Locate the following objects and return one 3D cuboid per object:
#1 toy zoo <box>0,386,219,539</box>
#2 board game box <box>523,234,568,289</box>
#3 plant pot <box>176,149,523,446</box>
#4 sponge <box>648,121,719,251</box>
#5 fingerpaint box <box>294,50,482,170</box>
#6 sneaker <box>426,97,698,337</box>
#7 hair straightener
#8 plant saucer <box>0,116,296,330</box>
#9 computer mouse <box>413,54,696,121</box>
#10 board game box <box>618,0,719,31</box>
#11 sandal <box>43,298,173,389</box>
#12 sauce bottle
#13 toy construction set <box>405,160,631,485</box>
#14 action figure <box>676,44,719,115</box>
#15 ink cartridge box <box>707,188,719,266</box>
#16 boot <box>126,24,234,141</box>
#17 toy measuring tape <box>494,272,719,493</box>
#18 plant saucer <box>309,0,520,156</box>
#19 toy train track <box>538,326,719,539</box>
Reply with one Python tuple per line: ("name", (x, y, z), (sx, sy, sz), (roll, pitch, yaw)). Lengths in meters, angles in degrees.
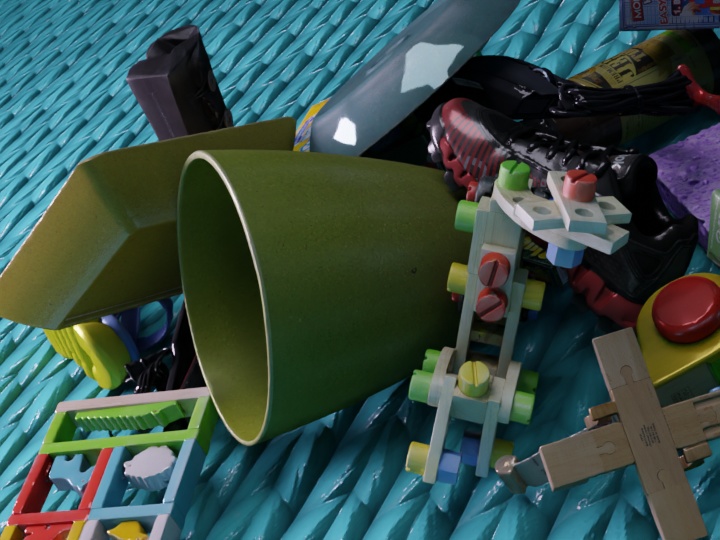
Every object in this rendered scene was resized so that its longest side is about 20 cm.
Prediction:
("toy zoo", (-0.174, 0.163, 0.935), (0.129, 0.021, 0.201), (-8, 42, 23))
("board game box", (0.117, -0.043, 1.066), (0.104, 0.024, 0.199), (-36, 28, -21))
("plant pot", (0.000, 0.000, 0.938), (0.197, 0.190, 0.187), (-11, 22, -21))
("sponge", (0.269, -0.052, 0.940), (0.110, 0.030, 0.201), (-24, 28, 3))
("fingerpaint box", (0.017, -0.097, 1.157), (0.165, 0.074, 0.201), (-21, 23, 27))
("sneaker", (0.130, -0.054, 0.890), (0.071, 0.200, 0.098), (-27, -26, -51))
("hair straightener", (-0.142, 0.084, 1.070), (0.076, 0.041, 0.201), (-16, 34, 20))
("plant saucer", (-0.153, -0.025, 1.045), (0.199, 0.049, 0.200), (-18, -19, -44))
("computer mouse", (0.136, -0.128, 0.990), (0.139, 0.047, 0.199), (-6, 7, -32))
("board game box", (0.293, -0.218, 1.057), (0.197, 0.063, 0.200), (-1, 15, 13))
("sandal", (-0.219, 0.032, 1.185), (0.087, 0.080, 0.199), (-34, 36, -21))
("sauce bottle", (0.187, -0.124, 1.077), (0.198, 0.065, 0.065), (-27, 26, -17))
("toy construction set", (0.082, 0.017, 0.822), (0.091, 0.202, 0.131), (24, 29, 2))
("action figure", (0.282, -0.135, 0.943), (0.065, 0.100, 0.200), (-31, 31, -11))
("ink cartridge box", (0.291, 0.006, 0.739), (0.143, 0.049, 0.200), (-6, 24, -15))
("boot", (-0.121, -0.113, 1.200), (0.065, 0.202, 0.166), (-18, 28, 14))
("toy measuring tape", (0.161, 0.055, 0.813), (0.198, 0.074, 0.074), (-30, 27, 8))
("plant saucer", (0.029, -0.143, 1.023), (0.200, 0.036, 0.200), (-42, 9, 8))
("toy train track", (0.192, 0.079, 0.761), (0.197, 0.116, 0.033), (-17, -18, -3))
